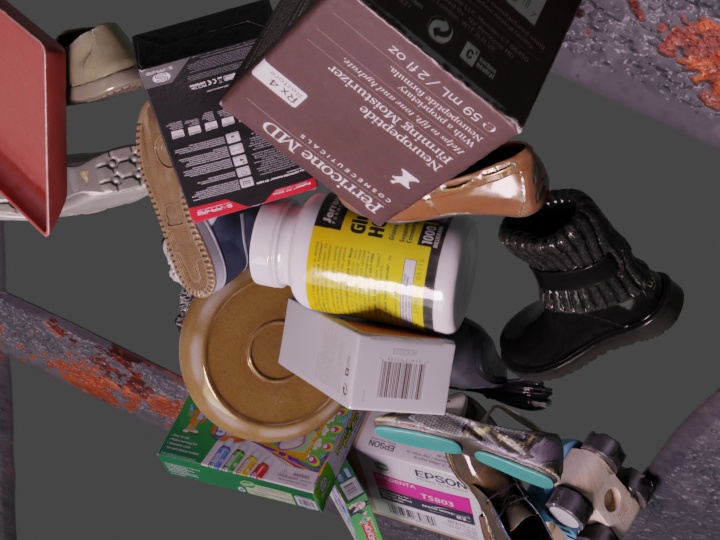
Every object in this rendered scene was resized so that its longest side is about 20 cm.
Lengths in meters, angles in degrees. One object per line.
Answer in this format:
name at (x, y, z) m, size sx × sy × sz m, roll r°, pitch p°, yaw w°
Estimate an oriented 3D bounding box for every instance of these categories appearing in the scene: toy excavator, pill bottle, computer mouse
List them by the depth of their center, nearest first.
pill bottle at (0.003, -0.012, 1.374) m, size 0.198 × 0.113 × 0.113 m, roll 10°, pitch 145°, yaw 14°
computer mouse at (0.104, 0.099, 1.489) m, size 0.137 × 0.053 × 0.200 m, roll 11°, pitch 160°, yaw 29°
toy excavator at (0.231, 0.261, 1.654) m, size 0.199 × 0.100 × 0.195 m, roll 5°, pitch 142°, yaw 52°

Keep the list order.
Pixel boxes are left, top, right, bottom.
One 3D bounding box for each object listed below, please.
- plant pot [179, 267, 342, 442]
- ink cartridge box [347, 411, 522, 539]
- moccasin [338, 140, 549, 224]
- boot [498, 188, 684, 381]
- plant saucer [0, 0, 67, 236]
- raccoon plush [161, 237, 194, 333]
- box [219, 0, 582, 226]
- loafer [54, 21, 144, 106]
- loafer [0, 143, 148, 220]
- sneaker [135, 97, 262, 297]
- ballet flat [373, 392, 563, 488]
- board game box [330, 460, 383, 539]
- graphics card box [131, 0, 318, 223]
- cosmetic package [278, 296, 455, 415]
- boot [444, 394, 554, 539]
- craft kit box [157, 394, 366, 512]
plant pot at (-0.087, 0.082, 1.521) m, size 0.199 × 0.201 × 0.027 m, roll 38°, pitch 177°, yaw -18°
ink cartridge box at (0.085, 0.237, 1.727) m, size 0.198 × 0.076 × 0.165 m, roll 13°, pitch 147°, yaw 23°
moccasin at (0.063, -0.084, 1.282) m, size 0.200 × 0.074 × 0.078 m, roll 4°, pitch 133°, yaw 37°
boot at (0.168, 0.012, 1.331) m, size 0.157 × 0.080 × 0.210 m, roll 36°, pitch 137°, yaw -27°
plant saucer at (-0.328, -0.165, 1.377) m, size 0.199 × 0.036 × 0.202 m, roll 38°, pitch 136°, yaw 36°
raccoon plush at (-0.117, 0.010, 1.552) m, size 0.198 × 0.097 × 0.135 m, roll 10°, pitch 138°, yaw 5°
box at (0.032, -0.170, 1.090) m, size 0.165 × 0.165 × 0.200 m, roll 36°, pitch 147°, yaw -15°
loafer at (-0.259, -0.190, 1.371) m, size 0.199 × 0.075 × 0.069 m, roll -1°, pitch 102°, yaw 51°
loafer at (-0.292, -0.083, 1.480) m, size 0.198 × 0.071 × 0.070 m, roll -7°, pitch 169°, yaw -8°
sneaker at (-0.149, -0.086, 1.452) m, size 0.070 × 0.108 × 0.202 m, roll -1°, pitch 109°, yaw 40°
ballet flat at (0.114, 0.163, 1.511) m, size 0.198 × 0.073 × 0.072 m, roll 16°, pitch 147°, yaw 8°
board game box at (-0.035, 0.228, 1.729) m, size 0.201 × 0.029 × 0.135 m, roll 56°, pitch 170°, yaw 39°
graphics card box at (-0.116, -0.137, 1.303) m, size 0.124 × 0.051 × 0.201 m, roll -16°, pitch 142°, yaw -1°
cosmetic package at (0.002, 0.079, 1.413) m, size 0.100 × 0.072 × 0.200 m, roll 6°, pitch -174°, yaw -23°
boot at (0.153, 0.226, 1.561) m, size 0.097 × 0.074 × 0.201 m, roll 21°, pitch 138°, yaw 64°
craft kit box at (-0.093, 0.150, 1.616) m, size 0.198 × 0.198 × 0.049 m, roll 9°, pitch 142°, yaw 25°
